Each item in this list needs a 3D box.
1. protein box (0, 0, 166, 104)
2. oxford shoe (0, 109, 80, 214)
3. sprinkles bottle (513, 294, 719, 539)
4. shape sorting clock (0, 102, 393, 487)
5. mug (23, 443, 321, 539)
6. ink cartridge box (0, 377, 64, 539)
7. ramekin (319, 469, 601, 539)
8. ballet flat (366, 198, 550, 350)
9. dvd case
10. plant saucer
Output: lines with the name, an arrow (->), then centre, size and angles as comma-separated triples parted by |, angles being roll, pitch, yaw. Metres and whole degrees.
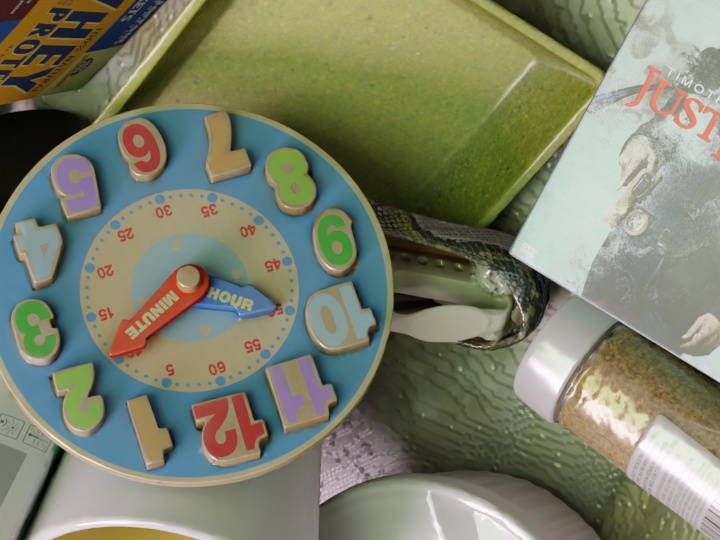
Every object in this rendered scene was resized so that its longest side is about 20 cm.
protein box -> -0.218, -0.199, 1.571 | 0.135, 0.200, 0.199 | -42, 79, 28
oxford shoe -> -0.190, -0.023, 1.606 | 0.071, 0.200, 0.071 | 0, 122, 8
sprinkles bottle -> 0.172, 0.091, 1.491 | 0.200, 0.068, 0.068 | 37, 114, 17
shape sorting clock -> -0.083, 0.009, 1.454 | 0.199, 0.039, 0.201 | 2, 70, -5
mug -> -0.100, 0.104, 1.522 | 0.186, 0.150, 0.154 | -8, 51, 27
ink cartridge box -> -0.191, 0.140, 1.549 | 0.050, 0.161, 0.200 | 20, 135, 2
ramekin -> 0.053, 0.195, 1.560 | 0.202, 0.094, 0.203 | 6, 102, 28
ballet flat -> 0.000, 0.000, 1.514 | 0.200, 0.072, 0.072 | 11, 107, -7
dvd case -> 0.179, -0.058, 1.462 | 0.146, 0.022, 0.200 | 32, 103, 14
plant saucer -> -0.010, -0.088, 1.523 | 0.199, 0.048, 0.200 | 30, 120, -19
